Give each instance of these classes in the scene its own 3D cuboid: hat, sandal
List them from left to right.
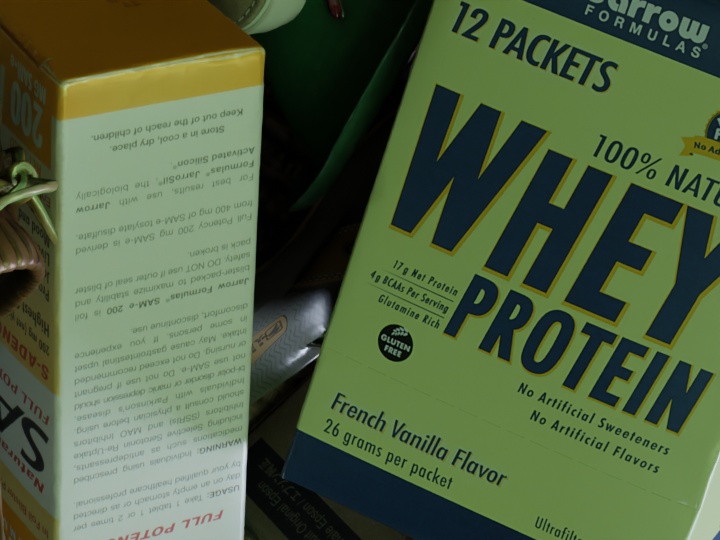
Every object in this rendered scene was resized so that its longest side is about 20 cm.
[{"bbox_3d":[-0.045,-0.148,0.879,0.176,0.166,0.200,30,75,-6],"label":"hat"},{"bbox_3d":[0.000,0.000,0.955,0.200,0.055,0.082,-42,149,-15],"label":"sandal"}]

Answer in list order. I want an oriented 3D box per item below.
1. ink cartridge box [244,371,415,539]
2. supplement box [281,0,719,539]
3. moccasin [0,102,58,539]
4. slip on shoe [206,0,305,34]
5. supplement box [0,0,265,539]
[{"bbox_3d":[0.046,0.150,0.998,0.075,0.165,0.200,-42,126,-7],"label":"ink cartridge box"},{"bbox_3d":[0.095,-0.017,0.873,0.200,0.134,0.200,-31,141,-66],"label":"supplement box"},{"bbox_3d":[-0.120,-0.002,0.738,0.074,0.077,0.202,60,32,-72],"label":"moccasin"},{"bbox_3d":[-0.070,-0.167,0.804,0.060,0.076,0.201,-22,107,-36],"label":"slip on shoe"},{"bbox_3d":[-0.094,-0.002,0.853,0.073,0.126,0.201,-13,123,-27],"label":"supplement box"}]
